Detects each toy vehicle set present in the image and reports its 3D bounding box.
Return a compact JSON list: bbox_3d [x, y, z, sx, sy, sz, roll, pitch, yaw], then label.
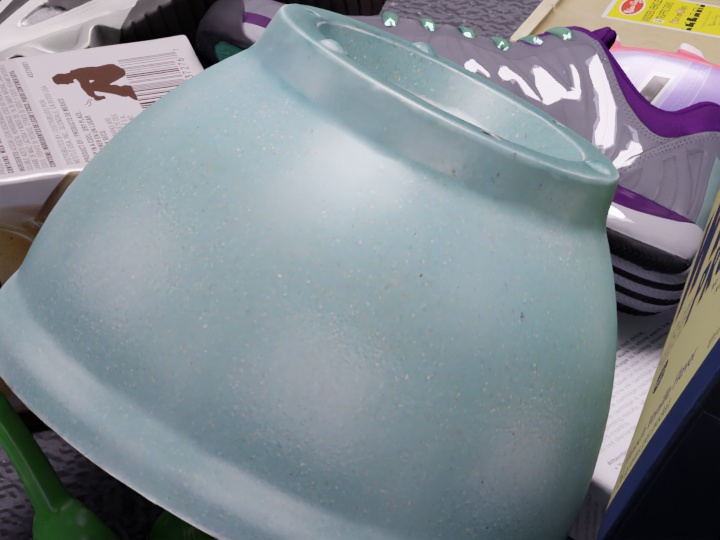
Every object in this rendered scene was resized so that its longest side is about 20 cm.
[{"bbox_3d":[0.141,-0.097,1.144,0.124,0.027,0.200,11,20,12],"label":"toy vehicle set"}]

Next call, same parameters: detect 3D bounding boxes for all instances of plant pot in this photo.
[{"bbox_3d":[0.000,0.000,0.845,0.200,0.134,0.200,26,12,-6],"label":"plant pot"}]

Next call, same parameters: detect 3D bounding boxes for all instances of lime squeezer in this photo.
[{"bbox_3d":[-0.067,0.073,0.893,0.200,0.071,0.038,17,-16,-34],"label":"lime squeezer"}]

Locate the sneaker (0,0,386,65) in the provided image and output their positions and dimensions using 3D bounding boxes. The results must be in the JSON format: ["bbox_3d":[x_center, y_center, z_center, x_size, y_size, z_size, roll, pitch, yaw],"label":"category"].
[{"bbox_3d":[-0.089,-0.100,1.016,0.199,0.074,0.089,-20,50,-8],"label":"sneaker"}]

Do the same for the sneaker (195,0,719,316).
[{"bbox_3d":[0.042,-0.062,0.972,0.200,0.074,0.088,27,66,3],"label":"sneaker"}]

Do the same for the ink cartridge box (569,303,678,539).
[{"bbox_3d":[0.154,0.047,0.961,0.196,0.043,0.200,-30,47,-35],"label":"ink cartridge box"}]

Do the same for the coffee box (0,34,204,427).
[{"bbox_3d":[-0.148,-0.005,0.950,0.199,0.113,0.080,-10,39,-17],"label":"coffee box"}]

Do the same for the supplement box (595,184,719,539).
[{"bbox_3d":[0.207,0.024,0.842,0.200,0.134,0.200,26,49,-1],"label":"supplement box"}]

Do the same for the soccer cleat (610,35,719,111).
[{"bbox_3d":[0.051,-0.042,1.023,0.199,0.067,0.077,-1,52,9],"label":"soccer cleat"}]
